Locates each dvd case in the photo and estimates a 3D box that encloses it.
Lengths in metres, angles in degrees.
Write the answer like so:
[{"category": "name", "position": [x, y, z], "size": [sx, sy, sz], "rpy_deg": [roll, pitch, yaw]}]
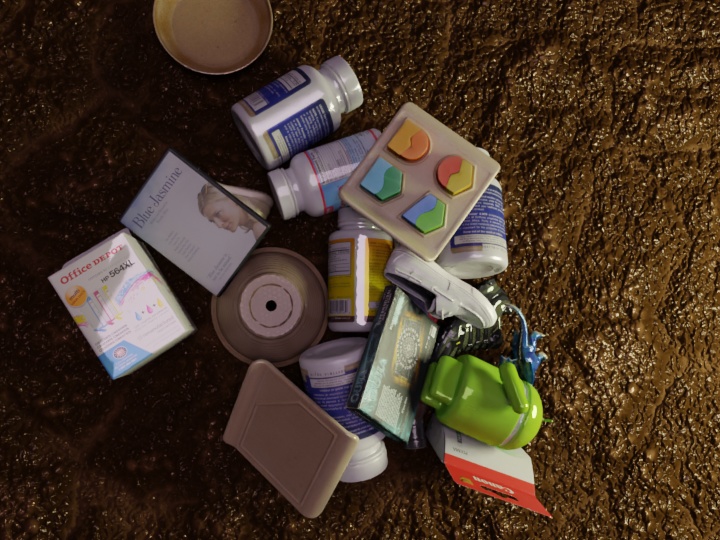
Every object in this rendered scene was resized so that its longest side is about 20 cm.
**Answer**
[{"category": "dvd case", "position": [-0.259, -0.075, 0.896], "size": [0.199, 0.018, 0.143], "rpy_deg": [38, 96, -1]}]

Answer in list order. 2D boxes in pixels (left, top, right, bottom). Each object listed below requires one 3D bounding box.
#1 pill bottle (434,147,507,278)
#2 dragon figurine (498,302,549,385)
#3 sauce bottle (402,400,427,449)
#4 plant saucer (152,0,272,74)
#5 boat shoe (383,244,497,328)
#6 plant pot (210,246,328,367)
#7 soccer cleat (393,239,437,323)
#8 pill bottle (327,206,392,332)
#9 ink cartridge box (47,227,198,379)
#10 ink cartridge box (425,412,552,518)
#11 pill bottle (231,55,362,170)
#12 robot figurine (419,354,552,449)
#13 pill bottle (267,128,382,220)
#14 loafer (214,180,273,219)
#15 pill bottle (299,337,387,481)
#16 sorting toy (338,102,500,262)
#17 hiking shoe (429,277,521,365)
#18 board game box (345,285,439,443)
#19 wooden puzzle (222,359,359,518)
[{"category": "pill bottle", "position": [0.180, -0.097, 0.969], "size": [0.119, 0.120, 0.202], "rpy_deg": [1, 75, -8]}, {"category": "dragon figurine", "position": [0.271, 0.154, 0.968], "size": [0.100, 0.058, 0.201], "rpy_deg": [-54, 136, -36]}, {"category": "sauce bottle", "position": [0.080, 0.194, 0.966], "size": [0.064, 0.065, 0.202], "rpy_deg": [-4, 84, -9]}, {"category": "plant saucer", "position": [-0.251, -0.428, 0.988], "size": [0.198, 0.035, 0.202], "rpy_deg": [1, 85, -8]}, {"category": "boat shoe", "position": [0.124, 0.040, 0.910], "size": [0.200, 0.072, 0.069], "rpy_deg": [39, 63, -9]}, {"category": "plant pot", "position": [-0.144, 0.059, 0.931], "size": [0.199, 0.093, 0.203], "rpy_deg": [1, 86, -9]}, {"category": "soccer cleat", "position": [0.090, 0.004, 0.995], "size": [0.076, 0.067, 0.202], "rpy_deg": [-10, 92, 22]}, {"category": "pill bottle", "position": [0.000, 0.000, 0.950], "size": [0.108, 0.109, 0.202], "rpy_deg": [1, 85, -8]}, {"category": "ink cartridge box", "position": [-0.364, 0.044, 0.882], "size": [0.128, 0.125, 0.201], "rpy_deg": [-34, 91, -10]}, {"category": "ink cartridge box", "position": [0.200, 0.298, 0.906], "size": [0.160, 0.200, 0.050], "rpy_deg": [21, 90, -7]}, {"category": "pill bottle", "position": [-0.101, -0.267, 0.954], "size": [0.199, 0.120, 0.120], "rpy_deg": [-33, 90, -10]}, {"category": "robot figurine", "position": [0.198, 0.209, 0.910], "size": [0.199, 0.176, 0.116], "rpy_deg": [25, 61, -5]}, {"category": "pill bottle", "position": [-0.048, -0.155, 0.957], "size": [0.199, 0.109, 0.110], "rpy_deg": [-21, 88, -10]}, {"category": "loafer", "position": [-0.245, -0.109, 0.940], "size": [0.198, 0.076, 0.069], "rpy_deg": [9, 77, -8]}, {"category": "pill bottle", "position": [-0.020, 0.219, 0.908], "size": [0.119, 0.120, 0.202], "rpy_deg": [-13, 97, -10]}, {"category": "sorting toy", "position": [0.092, -0.142, 0.890], "size": [0.185, 0.036, 0.201], "rpy_deg": [36, 82, 6]}, {"category": "hiking shoe", "position": [0.195, 0.111, 0.986], "size": [0.101, 0.076, 0.200], "rpy_deg": [41, 79, 0]}, {"category": "board game box", "position": [0.054, 0.142, 0.878], "size": [0.135, 0.028, 0.201], "rpy_deg": [44, 55, -38]}, {"category": "wooden puzzle", "position": [-0.109, 0.255, 0.878], "size": [0.199, 0.037, 0.186], "rpy_deg": [34, 119, 17]}]
